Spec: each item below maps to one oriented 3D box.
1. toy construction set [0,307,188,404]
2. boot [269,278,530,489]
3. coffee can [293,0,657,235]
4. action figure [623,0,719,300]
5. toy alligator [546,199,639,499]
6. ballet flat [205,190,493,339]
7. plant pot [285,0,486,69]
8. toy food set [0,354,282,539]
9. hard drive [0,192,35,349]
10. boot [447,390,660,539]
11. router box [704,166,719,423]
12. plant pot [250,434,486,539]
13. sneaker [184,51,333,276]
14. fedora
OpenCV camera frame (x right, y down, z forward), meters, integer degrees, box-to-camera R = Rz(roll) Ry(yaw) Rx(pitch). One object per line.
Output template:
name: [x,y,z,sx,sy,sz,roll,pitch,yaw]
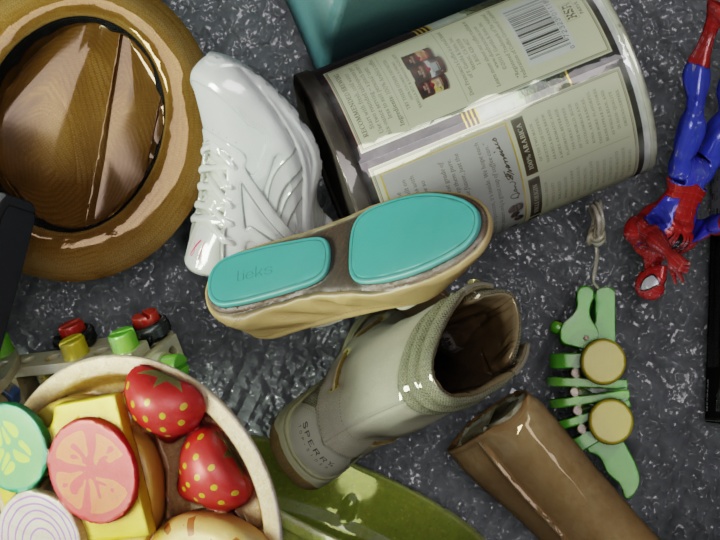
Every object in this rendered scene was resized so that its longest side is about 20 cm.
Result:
toy construction set: [-0.182,0.086,1.047,0.198,0.131,0.093,7,118,23]
boot: [0.046,0.048,1.022,0.072,0.154,0.200,53,41,-5]
coffee can: [0.073,-0.094,1.074,0.198,0.146,0.148,-22,87,-5]
action figure: [0.231,-0.064,1.070,0.065,0.099,0.202,9,110,-27]
toy alligator: [0.150,0.055,1.111,0.054,0.059,0.202,-7,86,4]
ballet flat: [0.000,0.000,0.992,0.198,0.063,0.069,-11,55,29]
plant pot: [0.012,-0.235,1.054,0.140,0.200,0.143,-24,87,-5]
toy food set: [-0.134,0.149,0.949,0.196,0.049,0.202,-12,95,26]
hard drive: [-0.286,0.013,1.036,0.033,0.199,0.141,18,84,-43]
boot: [0.164,0.160,1.055,0.200,0.175,0.066,49,52,-1]
router box: [0.316,0.008,1.127,0.147,0.051,0.203,4,86,-5]
plant pot: [-0.037,0.229,1.036,0.199,0.200,0.186,22,97,-1]
sneaker: [-0.074,-0.042,1.044,0.099,0.078,0.201,-37,130,-20]
fedora: [-0.186,-0.094,1.091,0.198,0.082,0.203,0,93,-1]
